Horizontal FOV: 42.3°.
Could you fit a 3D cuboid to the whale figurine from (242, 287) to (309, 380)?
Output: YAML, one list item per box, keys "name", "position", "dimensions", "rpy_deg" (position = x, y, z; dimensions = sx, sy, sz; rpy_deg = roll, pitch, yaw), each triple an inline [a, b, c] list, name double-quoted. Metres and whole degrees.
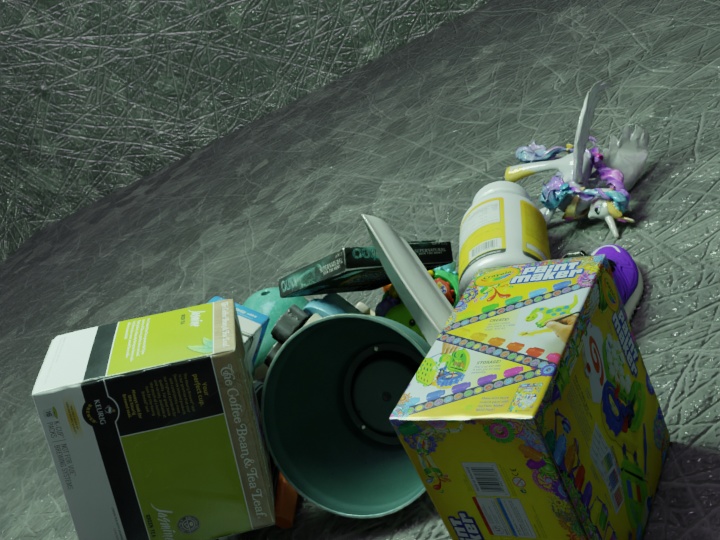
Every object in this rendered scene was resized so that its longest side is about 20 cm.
- name: "whale figurine"
  position: [-0.143, 0.094, 1.331]
  dimensions: [0.158, 0.105, 0.200]
  rpy_deg: [1, 24, 32]

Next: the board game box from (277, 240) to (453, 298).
- name: "board game box"
  position: [0.000, 0.000, 1.085]
  dimensions: [0.134, 0.028, 0.200]
  rpy_deg: [-4, -8, -27]

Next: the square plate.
- name: "square plate"
  position: [0.078, 0.055, 0.916]
  dimensions: [0.028, 0.198, 0.201]
  rpy_deg: [-32, 61, -3]

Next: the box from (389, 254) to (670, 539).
- name: "box"
  position: [0.148, 0.128, 0.747]
  dimensions: [0.121, 0.201, 0.193]
  rpy_deg: [-7, 31, 36]

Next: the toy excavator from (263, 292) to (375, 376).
- name: "toy excavator"
  position: [-0.024, 0.080, 1.175]
  dimensions: [0.200, 0.100, 0.195]
  rpy_deg: [-46, -13, -35]

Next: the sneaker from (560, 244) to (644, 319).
- name: "sneaker"
  position: [0.253, 0.011, 1.010]
  dimensions: [0.069, 0.100, 0.201]
  rpy_deg: [-15, 27, 32]

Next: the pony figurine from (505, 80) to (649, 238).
- name: "pony figurine"
  position: [0.294, -0.132, 1.250]
  dimensions: [0.199, 0.166, 0.195]
  rpy_deg: [0, 69, 48]

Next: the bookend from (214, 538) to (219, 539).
- name: "bookend"
  position: [-0.186, 0.336, 0.910]
  dimensions: [0.199, 0.093, 0.199]
  rpy_deg: [-44, 25, -30]

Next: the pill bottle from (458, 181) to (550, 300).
- name: "pill bottle"
  position: [0.178, -0.025, 1.154]
  dimensions: [0.111, 0.112, 0.201]
  rpy_deg: [-23, 30, 22]

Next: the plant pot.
- name: "plant pot"
  position: [0.013, 0.140, 0.974]
  dimensions: [0.199, 0.202, 0.134]
  rpy_deg: [-24, -5, 19]

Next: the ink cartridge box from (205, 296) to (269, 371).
- name: "ink cartridge box"
  position: [-0.190, 0.130, 1.120]
  dimensions: [0.200, 0.084, 0.147]
  rpy_deg: [-51, -18, -76]

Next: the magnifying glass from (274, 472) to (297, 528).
- name: "magnifying glass"
  position: [-0.076, 0.210, 1.085]
  dimensions: [0.022, 0.079, 0.201]
  rpy_deg: [-46, 22, 35]

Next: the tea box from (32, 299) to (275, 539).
- name: "tea box"
  position: [-0.199, 0.161, 0.942]
  dimensions: [0.195, 0.202, 0.134]
  rpy_deg: [-11, 21, -4]

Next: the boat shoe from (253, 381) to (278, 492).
- name: "boat shoe"
  position: [-0.117, 0.209, 1.125]
  dimensions: [0.067, 0.074, 0.200]
  rpy_deg: [-14, 30, 15]

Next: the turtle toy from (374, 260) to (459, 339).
- name: "turtle toy"
  position: [0.077, 0.053, 1.163]
  dimensions: [0.145, 0.102, 0.200]
  rpy_deg: [-23, 22, 22]
